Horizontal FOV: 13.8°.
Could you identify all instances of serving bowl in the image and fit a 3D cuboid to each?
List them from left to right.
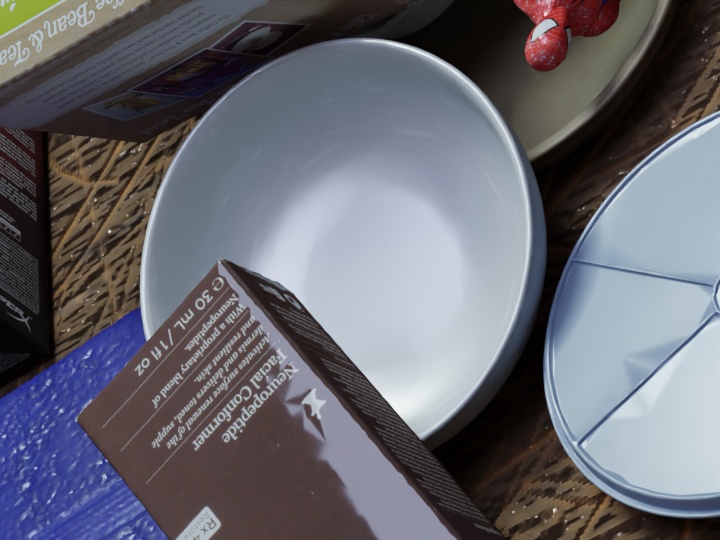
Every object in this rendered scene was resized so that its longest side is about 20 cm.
[{"bbox_3d":[0.000,0.000,1.342,0.199,0.066,0.201,-7,74,26],"label":"serving bowl"}]

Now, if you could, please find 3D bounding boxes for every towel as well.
[{"bbox_3d":[-0.105,0.113,1.389,0.147,0.050,0.200,-32,42,9],"label":"towel"}]

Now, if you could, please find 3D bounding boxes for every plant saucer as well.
[{"bbox_3d":[0.073,-0.117,1.415,0.199,0.029,0.201,-24,46,27],"label":"plant saucer"}]

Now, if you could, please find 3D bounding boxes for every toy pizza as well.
[{"bbox_3d":[0.164,0.015,1.230,0.199,0.032,0.201,-23,48,28],"label":"toy pizza"}]

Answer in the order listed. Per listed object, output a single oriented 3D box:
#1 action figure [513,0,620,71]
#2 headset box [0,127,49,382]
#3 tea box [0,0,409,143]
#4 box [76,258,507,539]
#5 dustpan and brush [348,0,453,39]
[{"bbox_3d":[0.110,-0.176,1.356,0.052,0.065,0.201,-32,35,62],"label":"action figure"},{"bbox_3d":[-0.246,-0.016,1.586,0.148,0.075,0.201,-28,45,24],"label":"headset box"},{"bbox_3d":[-0.102,-0.187,1.406,0.199,0.133,0.198,-25,70,42],"label":"tea box"},{"bbox_3d":[-0.020,0.101,1.248,0.100,0.075,0.200,-47,62,9],"label":"box"},{"bbox_3d":[-0.007,-0.133,1.427,0.139,0.057,0.201,35,116,43],"label":"dustpan and brush"}]
